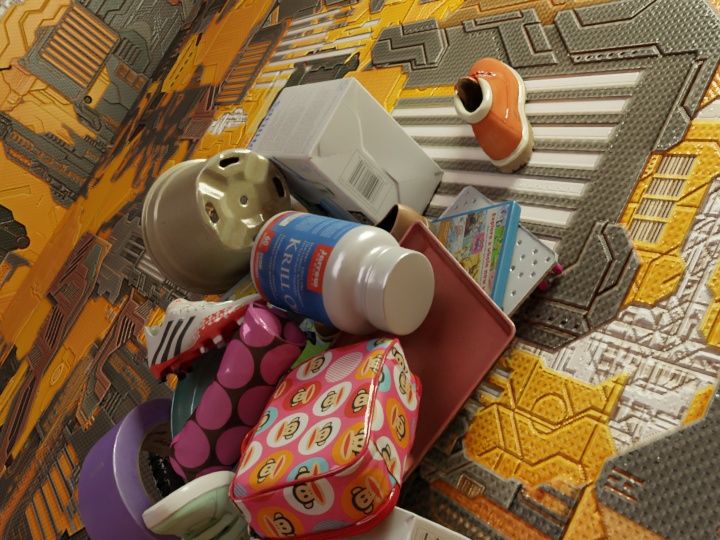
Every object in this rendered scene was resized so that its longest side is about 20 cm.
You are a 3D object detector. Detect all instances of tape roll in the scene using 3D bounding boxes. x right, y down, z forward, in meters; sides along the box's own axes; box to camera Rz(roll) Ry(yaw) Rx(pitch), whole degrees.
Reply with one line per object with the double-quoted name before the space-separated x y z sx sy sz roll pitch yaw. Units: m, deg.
"tape roll" -0.246 0.272 0.876 0.084 0.198 0.203 -37 37 26

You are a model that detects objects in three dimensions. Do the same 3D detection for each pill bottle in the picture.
"pill bottle" -0.021 0.004 0.742 0.197 0.112 0.114 13 71 43

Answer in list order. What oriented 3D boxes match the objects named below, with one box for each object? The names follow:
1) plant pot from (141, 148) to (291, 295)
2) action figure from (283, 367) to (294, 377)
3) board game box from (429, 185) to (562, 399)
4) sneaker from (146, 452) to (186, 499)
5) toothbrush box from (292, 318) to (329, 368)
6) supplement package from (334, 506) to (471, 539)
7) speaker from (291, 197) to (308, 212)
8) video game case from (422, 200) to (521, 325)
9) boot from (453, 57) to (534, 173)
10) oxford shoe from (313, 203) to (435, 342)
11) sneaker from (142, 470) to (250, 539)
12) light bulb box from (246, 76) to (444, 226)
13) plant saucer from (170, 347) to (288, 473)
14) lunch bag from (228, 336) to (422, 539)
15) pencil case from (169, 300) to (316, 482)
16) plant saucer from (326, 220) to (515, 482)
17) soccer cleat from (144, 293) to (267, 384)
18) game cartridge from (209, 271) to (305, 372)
"plant pot" -0.188 -0.077 0.960 0.182 0.198 0.205 -14 49 60
"action figure" -0.081 0.204 0.831 0.130 0.069 0.203 38 102 42
"board game box" 0.111 0.021 0.797 0.201 0.026 0.201 -50 33 9
"sneaker" -0.267 0.291 0.990 0.075 0.090 0.203 -35 39 24
"toothbrush box" -0.106 0.067 0.980 0.145 0.085 0.203 23 81 55
"supplement package" -0.006 0.292 0.637 0.197 0.110 0.159 -1 60 51
"speaker" -0.068 -0.185 1.151 0.201 0.088 0.089 -49 34 10
"video game case" 0.089 0.003 0.802 0.197 0.018 0.146 -12 53 47
"boot" 0.159 -0.226 0.879 0.074 0.106 0.203 -35 37 28
"oxford shoe" 0.000 0.000 0.840 0.201 0.071 0.072 -50 35 12
"sneaker" -0.130 0.272 0.688 0.073 0.200 0.120 -31 65 11
"light bulb box" -0.026 -0.148 0.963 0.198 0.197 0.127 15 69 56
"plant saucer" -0.155 0.164 0.840 0.196 0.027 0.206 -12 69 32
"lunch bag" -0.039 0.154 0.643 0.173 0.083 0.201 -20 22 24
"pencil case" -0.134 0.136 0.763 0.203 0.090 0.094 -57 20 8
"plant saucer" 0.061 0.082 0.735 0.202 0.036 0.201 -56 42 17
"soccer cleat" -0.194 0.064 0.840 0.198 0.068 0.087 -33 73 29
"game cartridge" -0.137 0.057 0.922 0.199 0.040 0.135 -41 42 19
